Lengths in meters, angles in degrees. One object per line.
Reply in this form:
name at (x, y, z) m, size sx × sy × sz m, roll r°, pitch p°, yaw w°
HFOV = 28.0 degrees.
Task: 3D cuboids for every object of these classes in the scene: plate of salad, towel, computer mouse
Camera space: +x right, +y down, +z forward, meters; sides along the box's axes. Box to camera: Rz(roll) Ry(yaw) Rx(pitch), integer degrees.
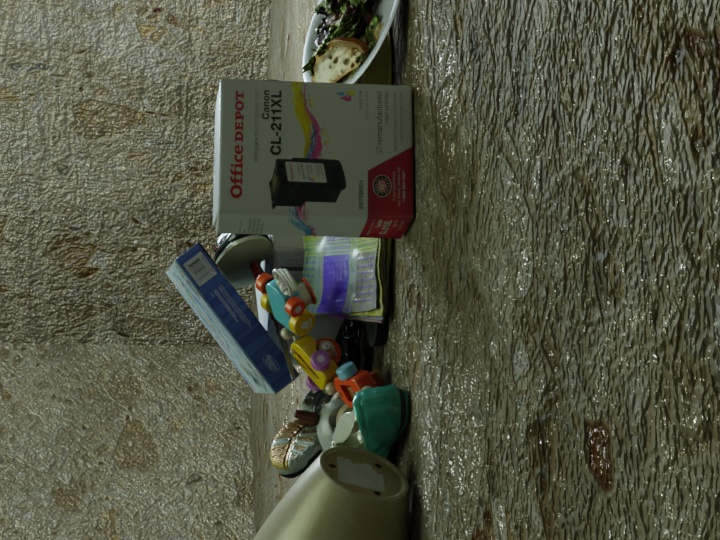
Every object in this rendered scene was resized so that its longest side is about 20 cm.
plate of salad at (-0.017, -0.286, 1.598) m, size 0.200 × 0.048 × 0.200 m, roll -39°, pitch 40°, yaw 44°
towel at (-0.020, -0.016, 1.652) m, size 0.200 × 0.023 × 0.144 m, roll 2°, pitch 90°, yaw 60°
computer mouse at (-0.025, 0.086, 1.775) m, size 0.200 × 0.046 × 0.141 m, roll 90°, pitch 176°, yaw -47°

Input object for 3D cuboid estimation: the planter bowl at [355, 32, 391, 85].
planter bowl at (-0.018, -0.209, 1.706) m, size 0.200 × 0.083 × 0.201 m, roll -178°, pitch 90°, yaw -82°

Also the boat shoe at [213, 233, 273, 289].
boat shoe at (-0.152, -0.029, 1.808) m, size 0.201 × 0.073 × 0.063 m, roll 116°, pitch 142°, yaw -76°

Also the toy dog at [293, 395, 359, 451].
toy dog at (-0.032, 0.231, 1.684) m, size 0.132 × 0.096 × 0.201 m, roll 113°, pitch 157°, yaw -72°

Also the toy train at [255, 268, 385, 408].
toy train at (-0.038, 0.075, 1.625) m, size 0.200 × 0.056 × 0.150 m, roll 59°, pitch 156°, yaw -7°

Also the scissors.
scissors at (-0.095, 0.069, 1.737) m, size 0.073 × 0.014 × 0.200 m, roll 63°, pitch -178°, yaw -52°

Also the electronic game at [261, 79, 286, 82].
electronic game at (-0.057, -0.144, 1.668) m, size 0.042 × 0.200 × 0.200 m, roll -54°, pitch -8°, yaw -24°

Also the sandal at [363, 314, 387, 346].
sandal at (0.000, 0.000, 1.676) m, size 0.075 × 0.045 × 0.200 m, roll 100°, pitch 169°, yaw -48°

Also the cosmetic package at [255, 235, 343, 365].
cosmetic package at (-0.073, -0.011, 1.930) m, size 0.200 × 0.123 × 0.200 m, roll -101°, pitch 16°, yaw -50°

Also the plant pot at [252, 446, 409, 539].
plant pot at (-0.027, 0.284, 1.432) m, size 0.187 × 0.187 × 0.200 m, roll -105°, pitch 32°, yaw -65°

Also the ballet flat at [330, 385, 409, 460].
ballet flat at (0.003, 0.181, 1.525) m, size 0.200 × 0.070 × 0.067 m, roll 101°, pitch 167°, yaw -54°

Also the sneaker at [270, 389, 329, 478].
sneaker at (-0.050, 0.220, 1.817) m, size 0.200 × 0.075 × 0.088 m, roll -49°, pitch -51°, yaw -61°

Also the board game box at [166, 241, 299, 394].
board game box at (-0.163, 0.063, 1.793) m, size 0.200 × 0.043 × 0.199 m, roll 53°, pitch 168°, yaw -3°

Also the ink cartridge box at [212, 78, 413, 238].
ink cartridge box at (-0.050, -0.114, 1.485) m, size 0.083 × 0.199 × 0.146 m, roll 121°, pitch 149°, yaw -76°
